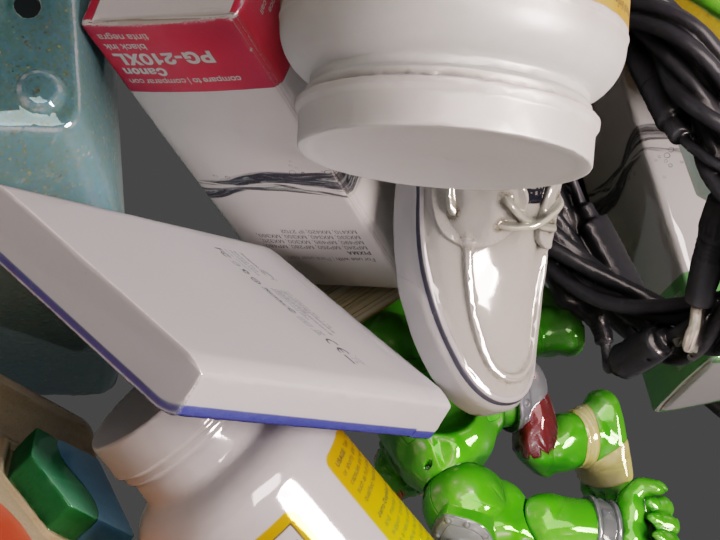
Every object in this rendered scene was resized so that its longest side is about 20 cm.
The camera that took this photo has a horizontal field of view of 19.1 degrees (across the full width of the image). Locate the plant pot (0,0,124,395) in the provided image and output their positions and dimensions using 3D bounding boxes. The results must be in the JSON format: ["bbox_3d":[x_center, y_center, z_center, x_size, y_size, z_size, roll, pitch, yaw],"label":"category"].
[{"bbox_3d":[-0.195,-0.070,0.973,0.194,0.200,0.198,1,66,-16],"label":"plant pot"}]

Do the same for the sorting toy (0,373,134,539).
[{"bbox_3d":[-0.145,0.106,0.900,0.185,0.036,0.201,36,20,-44],"label":"sorting toy"}]

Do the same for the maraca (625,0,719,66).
[{"bbox_3d":[0.188,-0.120,1.025,0.199,0.137,0.107,33,106,-5],"label":"maraca"}]

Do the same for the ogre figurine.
[{"bbox_3d":[0.061,0.066,1.039,0.119,0.098,0.202,-11,75,-28],"label":"ogre figurine"}]

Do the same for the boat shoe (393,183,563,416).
[{"bbox_3d":[0.061,-0.038,0.966,0.071,0.065,0.202,7,77,-40],"label":"boat shoe"}]

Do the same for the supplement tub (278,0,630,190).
[{"bbox_3d":[0.041,-0.144,0.880,0.143,0.145,0.202,6,81,-12],"label":"supplement tub"}]

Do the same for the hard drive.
[{"bbox_3d":[-0.058,0.020,0.899,0.132,0.199,0.025,39,103,28],"label":"hard drive"}]

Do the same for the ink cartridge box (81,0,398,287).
[{"bbox_3d":[-0.028,-0.106,0.992,0.084,0.200,0.146,1,56,28],"label":"ink cartridge box"}]

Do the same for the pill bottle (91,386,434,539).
[{"bbox_3d":[-0.028,0.127,0.948,0.200,0.104,0.104,51,61,-14],"label":"pill bottle"}]

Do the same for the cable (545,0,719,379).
[{"bbox_3d":[0.119,-0.050,0.980,0.050,0.163,0.202,-21,91,-31],"label":"cable"}]

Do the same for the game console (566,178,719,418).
[{"bbox_3d":[0.180,-0.035,1.156,0.200,0.031,0.177,39,62,5],"label":"game console"}]

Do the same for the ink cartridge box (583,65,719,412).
[{"bbox_3d":[0.199,-0.044,1.105,0.145,0.084,0.202,-10,70,-17],"label":"ink cartridge box"}]

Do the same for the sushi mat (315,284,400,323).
[{"bbox_3d":[0.000,0.000,1.060,0.199,0.095,0.012,-32,117,-25],"label":"sushi mat"}]
